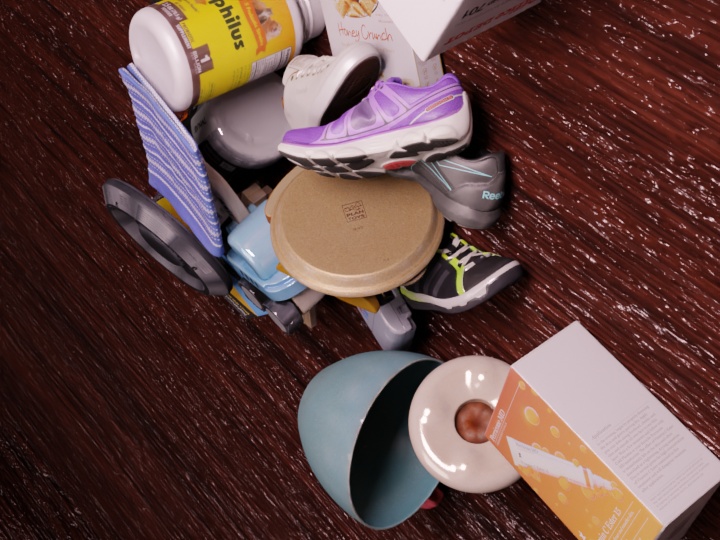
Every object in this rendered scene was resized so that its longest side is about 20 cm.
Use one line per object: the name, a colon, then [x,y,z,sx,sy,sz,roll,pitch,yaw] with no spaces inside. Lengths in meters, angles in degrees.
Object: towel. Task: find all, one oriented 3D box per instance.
towel: [-0.201,-0.112,1.247,0.145,0.024,0.201,49,161,26]

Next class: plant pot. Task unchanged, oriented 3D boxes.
plant pot: [0.005,0.177,1.342,0.133,0.199,0.203,20,132,38]

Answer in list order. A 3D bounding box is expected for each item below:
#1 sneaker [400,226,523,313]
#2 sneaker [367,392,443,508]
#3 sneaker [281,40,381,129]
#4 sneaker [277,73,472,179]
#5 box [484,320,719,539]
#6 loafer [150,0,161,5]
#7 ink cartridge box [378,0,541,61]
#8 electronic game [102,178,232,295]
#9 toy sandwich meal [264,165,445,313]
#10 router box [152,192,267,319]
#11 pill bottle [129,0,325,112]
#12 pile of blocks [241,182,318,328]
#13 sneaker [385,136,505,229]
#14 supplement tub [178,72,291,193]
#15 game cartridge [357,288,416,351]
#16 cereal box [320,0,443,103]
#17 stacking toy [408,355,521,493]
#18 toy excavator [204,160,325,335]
sneaker: [0.087,-0.006,1.204,0.199,0.071,0.084,-7,108,60]
sneaker: [0.060,0.216,1.463,0.086,0.074,0.203,6,123,38]
sneaker: [-0.043,-0.191,1.175,0.085,0.072,0.200,56,154,5]
sneaker: [0.014,-0.139,1.106,0.197,0.080,0.085,-9,75,23]
box: [0.227,0.172,1.101,0.200,0.097,0.125,47,148,26]
loafer: [-0.212,-0.300,1.440,0.073,0.070,0.203,119,138,-52]
ink cartridge box: [0.109,-0.267,0.867,0.086,0.145,0.200,53,151,10]
electronic game: [-0.233,-0.039,1.404,0.199,0.042,0.200,38,166,11]
toy sandwich meal: [-0.008,-0.042,1.216,0.205,0.204,0.071,43,159,29]
router box: [-0.171,-0.030,1.449,0.200,0.051,0.149,46,155,-14]
pill bottle: [-0.136,-0.251,1.223,0.109,0.198,0.111,38,144,35]
pile of blocks: [-0.084,-0.028,1.480,0.081,0.062,0.202,15,135,50]
sneaker: [0.070,-0.122,1.152,0.199,0.075,0.080,35,129,29]
supplement tub: [-0.162,-0.163,1.422,0.124,0.122,0.199,62,151,-1]
game cartridge: [0.000,0.000,1.345,0.202,0.041,0.133,60,167,13]
cereal box: [0.013,-0.258,1.140,0.143,0.039,0.203,21,132,52]
stacking toy: [0.128,0.193,1.292,0.147,0.145,0.201,49,168,21]
toy excavator: [-0.126,-0.054,1.317,0.194,0.100,0.201,34,161,50]
